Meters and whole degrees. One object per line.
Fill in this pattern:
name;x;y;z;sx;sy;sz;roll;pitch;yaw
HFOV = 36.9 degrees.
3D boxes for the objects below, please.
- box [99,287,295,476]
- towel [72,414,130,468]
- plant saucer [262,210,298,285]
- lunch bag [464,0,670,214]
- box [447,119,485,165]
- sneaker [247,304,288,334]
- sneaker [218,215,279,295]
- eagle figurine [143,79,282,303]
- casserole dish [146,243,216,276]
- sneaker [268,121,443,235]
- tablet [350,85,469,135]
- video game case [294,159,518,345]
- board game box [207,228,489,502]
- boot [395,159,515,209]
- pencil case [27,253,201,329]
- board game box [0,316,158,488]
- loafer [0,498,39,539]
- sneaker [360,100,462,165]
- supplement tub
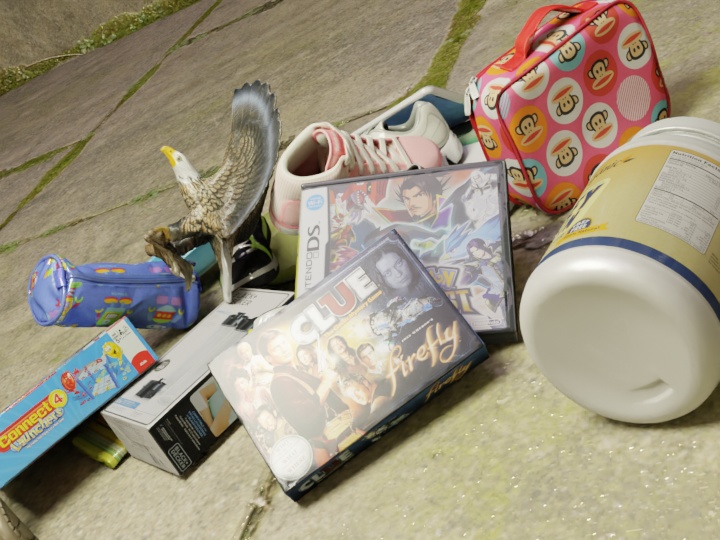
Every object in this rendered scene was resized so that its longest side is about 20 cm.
box;-0.146;0.102;1.063;0.200;0.061;0.116;-42;24;-26
towel;-0.208;0.130;1.142;0.200;0.018;0.086;-43;33;-27
plant saucer;-0.070;-0.041;1.292;0.198;0.031;0.201;-25;26;13
lunch bag;0.203;-0.174;1.066;0.199;0.177;0.082;-36;26;-15
box;0.107;-0.122;1.244;0.198;0.037;0.145;-23;26;12
sneaker;-0.003;0.063;0.997;0.198;0.075;0.085;-21;53;3
sneaker;-0.145;-0.036;1.229;0.071;0.083;0.200;-29;25;3
eagle figurine;-0.143;-0.086;1.123;0.200;0.152;0.151;-43;44;-12
casserole dish;-0.228;-0.008;1.358;0.199;0.039;0.121;-39;19;5
sneaker;0.001;-0.107;1.097;0.198;0.105;0.076;-20;60;-16
tablet;0.038;-0.160;1.287;0.199;0.014;0.129;-27;-18;32
video game case;0.038;-0.011;0.972;0.197;0.026;0.183;-6;57;11
board game box;-0.012;0.076;0.898;0.199;0.035;0.136;-36;63;-4
boot;0.080;-0.072;1.091;0.199;0.096;0.073;-40;43;-15
pencil case;-0.268;0.024;1.210;0.198;0.079;0.087;3;-32;-43
board game box;-0.318;0.138;1.121;0.195;0.056;0.200;-40;7;-22
loafer;-0.363;0.248;1.026;0.067;0.076;0.199;-43;19;-23
sneaker;0.013;-0.117;1.205;0.198;0.082;0.075;-31;26;3
supplement tub;0.213;-0.007;0.778;0.143;0.145;0.200;-7;33;41
